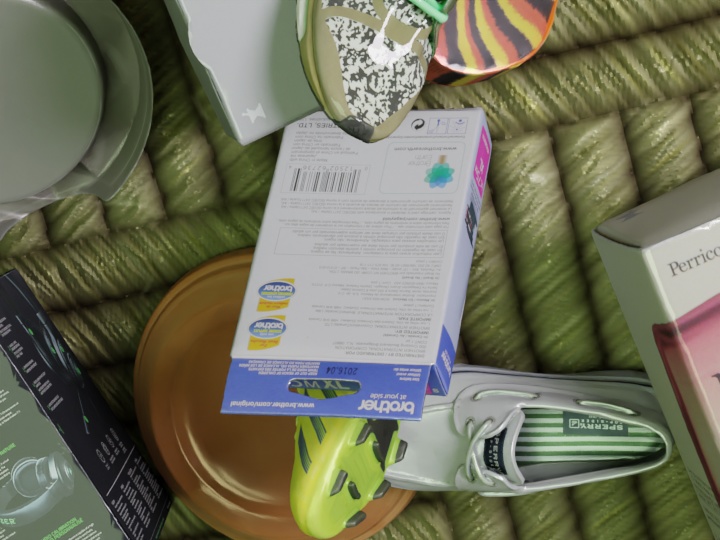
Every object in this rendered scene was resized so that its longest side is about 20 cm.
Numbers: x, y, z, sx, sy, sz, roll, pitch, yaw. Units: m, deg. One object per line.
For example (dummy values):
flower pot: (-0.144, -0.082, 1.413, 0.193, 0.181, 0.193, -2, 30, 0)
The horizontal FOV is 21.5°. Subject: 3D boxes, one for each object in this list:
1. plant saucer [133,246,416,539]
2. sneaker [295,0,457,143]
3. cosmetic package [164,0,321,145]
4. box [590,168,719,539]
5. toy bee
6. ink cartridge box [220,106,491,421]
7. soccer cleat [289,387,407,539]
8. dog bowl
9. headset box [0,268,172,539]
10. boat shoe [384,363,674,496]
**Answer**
plant saucer: (-0.052, 0.086, 1.166, 0.198, 0.037, 0.202, 5, 108, 16)
sneaker: (0.033, -0.155, 0.882, 0.077, 0.201, 0.088, 28, 162, -25)
cosmetic package: (-0.053, -0.131, 1.000, 0.090, 0.200, 0.108, -25, 99, -6)
box: (0.225, 0.048, 1.002, 0.127, 0.109, 0.201, -24, 100, -3)
toy bee: (0.101, -0.185, 0.992, 0.108, 0.131, 0.202, 16, 102, -14)
ink cartridge box: (0.000, 0.000, 1.047, 0.118, 0.201, 0.042, 1, 146, 18)
soccer cleat: (-0.012, 0.059, 1.078, 0.083, 0.202, 0.065, 5, 151, 22)
dog bowl: (-0.222, -0.109, 1.104, 0.198, 0.059, 0.202, -6, 124, -8)
headset box: (-0.209, 0.100, 1.137, 0.092, 0.174, 0.201, -33, 96, 2)
boat shoe: (0.083, 0.092, 1.086, 0.198, 0.067, 0.074, -10, 105, 9)
